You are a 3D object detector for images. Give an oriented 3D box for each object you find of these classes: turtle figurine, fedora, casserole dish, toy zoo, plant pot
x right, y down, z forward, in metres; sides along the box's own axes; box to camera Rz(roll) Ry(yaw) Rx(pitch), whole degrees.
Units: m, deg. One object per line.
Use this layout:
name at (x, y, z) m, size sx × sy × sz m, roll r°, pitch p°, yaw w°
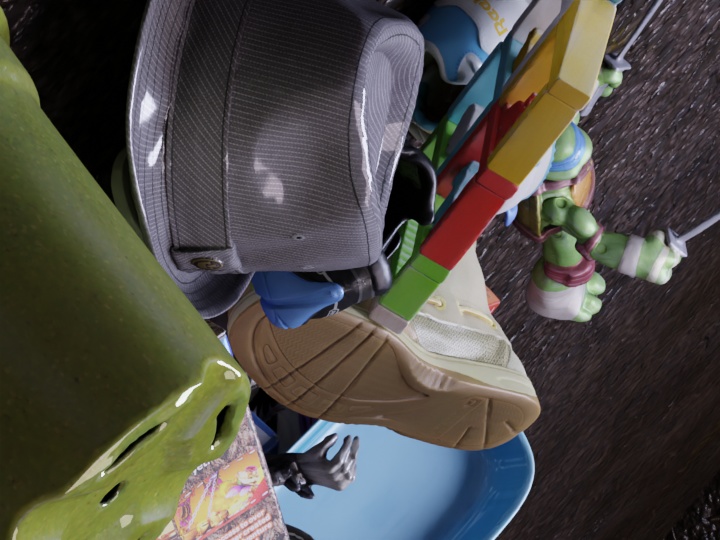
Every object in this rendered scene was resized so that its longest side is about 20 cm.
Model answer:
turtle figurine at (0.160, -0.053, 1.765) m, size 0.200 × 0.144 × 0.194 m, roll -38°, pitch 167°, yaw -17°
fedora at (-0.026, -0.065, 1.192) m, size 0.200 × 0.090 × 0.177 m, roll 79°, pitch 24°, yaw -59°
casserole dish at (0.011, 0.129, 1.604) m, size 0.200 × 0.121 × 0.039 m, roll -45°, pitch -172°, yaw -27°
toy zoo at (0.071, -0.075, 1.382) m, size 0.200 × 0.020 × 0.131 m, roll -52°, pitch -166°, yaw 34°
plant pot at (-0.147, 0.025, 1.049) m, size 0.200 × 0.184 × 0.200 m, roll -42°, pitch 164°, yaw -16°

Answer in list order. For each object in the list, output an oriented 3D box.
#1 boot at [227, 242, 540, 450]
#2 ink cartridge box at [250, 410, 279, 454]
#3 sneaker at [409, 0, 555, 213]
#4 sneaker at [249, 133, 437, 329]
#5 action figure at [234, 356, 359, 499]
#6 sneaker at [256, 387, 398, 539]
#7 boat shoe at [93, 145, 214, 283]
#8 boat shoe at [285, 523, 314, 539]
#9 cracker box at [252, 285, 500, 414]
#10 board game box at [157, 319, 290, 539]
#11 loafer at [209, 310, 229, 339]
boot at (0.000, 0.000, 1.471) m, size 0.200 × 0.156 × 0.073 m, roll 19°, pitch 134°, yaw -39°
ink cartridge box at (-0.128, 0.156, 1.642) m, size 0.136 × 0.076 × 0.200 m, roll -39°, pitch 165°, yaw -26°
sneaker at (0.057, -0.089, 1.537) m, size 0.081 × 0.077 × 0.200 m, roll -38°, pitch 155°, yaw -19°
sneaker at (0.000, -0.045, 1.351) m, size 0.200 × 0.083 × 0.071 m, roll -78°, pitch 154°, yaw -51°
action figure at (-0.051, 0.059, 1.529) m, size 0.200 × 0.102 × 0.119 m, roll -42°, pitch 121°, yaw -33°
sneaker at (-0.016, 0.114, 1.656) m, size 0.083 × 0.201 × 0.081 m, roll -2°, pitch 172°, yaw -13°
boat shoe at (-0.089, -0.023, 1.313) m, size 0.066 × 0.075 × 0.199 m, roll -15°, pitch 180°, yaw 18°
boat shoe at (-0.113, 0.158, 1.493) m, size 0.201 × 0.072 × 0.061 m, roll -3°, pitch 154°, yaw -13°
cracker box at (-0.011, 0.083, 1.803) m, size 0.200 × 0.058 × 0.134 m, roll -54°, pitch 164°, yaw 22°
board game box at (-0.126, 0.130, 1.323) m, size 0.159 × 0.097 × 0.200 m, roll -31°, pitch 125°, yaw -25°
loafer at (-0.122, 0.071, 1.422) m, size 0.200 × 0.071 × 0.073 m, roll -67°, pitch -167°, yaw -4°
